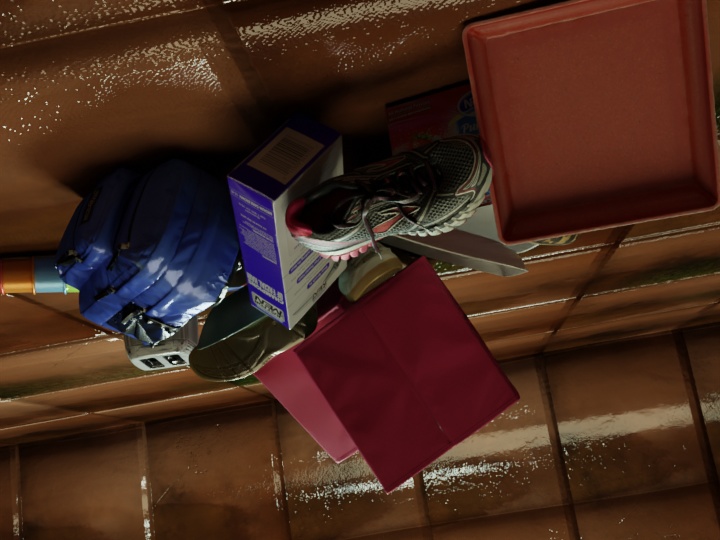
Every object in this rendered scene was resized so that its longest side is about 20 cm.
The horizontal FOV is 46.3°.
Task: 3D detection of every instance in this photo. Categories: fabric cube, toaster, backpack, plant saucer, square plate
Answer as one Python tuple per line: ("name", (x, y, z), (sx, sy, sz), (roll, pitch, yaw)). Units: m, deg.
("fabric cube", (-0.014, 0.130, 1.299), (0.199, 0.200, 0.197), (-37, -167, 27))
("fabric cube", (0.056, 0.119, 1.055), (0.199, 0.201, 0.196), (-35, 178, 2))
("toaster", (-0.308, 0.077, 1.298), (0.112, 0.132, 0.200), (-8, 166, -6))
("backpack", (-0.221, -0.023, 0.905), (0.166, 0.165, 0.199), (26, 149, -33))
("plant saucer", (0.203, -0.137, 0.737), (0.196, 0.203, 0.037), (-9, -160, 13))
("plant saucer", (-0.123, 0.031, 1.041), (0.199, 0.039, 0.201), (-30, -176, 2))
("square plate", (0.084, -0.032, 0.953), (0.197, 0.029, 0.198), (16, 178, 3))

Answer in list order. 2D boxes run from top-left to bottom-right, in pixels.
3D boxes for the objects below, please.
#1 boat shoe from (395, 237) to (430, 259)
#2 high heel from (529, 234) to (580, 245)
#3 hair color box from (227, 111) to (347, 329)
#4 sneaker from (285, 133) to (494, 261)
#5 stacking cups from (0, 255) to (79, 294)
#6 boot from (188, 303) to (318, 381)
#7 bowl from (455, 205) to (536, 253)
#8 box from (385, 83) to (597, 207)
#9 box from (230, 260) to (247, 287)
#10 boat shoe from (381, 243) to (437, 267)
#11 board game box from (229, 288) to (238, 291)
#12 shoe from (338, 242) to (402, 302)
("boat shoe", (0.058, -0.059, 1.120), (0.062, 0.075, 0.201), (0, 166, 32))
("high heel", (0.231, -0.110, 0.891), (0.199, 0.071, 0.144), (-29, 143, -46))
("hair color box", (-0.069, -0.046, 0.863), (0.064, 0.109, 0.202), (27, 146, 23))
("sneaker", (0.026, -0.063, 0.755), (0.198, 0.082, 0.074), (-24, 160, 19))
("stacking cups", (-0.411, 0.004, 1.118), (0.196, 0.062, 0.061), (-1, 164, -15))
("boot", (-0.143, 0.072, 1.199), (0.198, 0.073, 0.155), (-27, -161, 12))
("bowl", (0.181, -0.088, 1.066), (0.197, 0.076, 0.200), (-3, 159, -29))
("box", (0.133, -0.129, 0.845), (0.197, 0.102, 0.095), (-13, 165, 16))
("box", (-0.133, -0.043, 1.048), (0.068, 0.084, 0.199), (2, 160, -38))
("boat shoe", (0.022, -0.037, 1.206), (0.198, 0.072, 0.069), (12, 158, -34))
("board game box", (-0.154, -0.004, 1.274), (0.196, 0.035, 0.135), (-6, 166, -13))
("shoe", (0.000, 0.000, 1.011), (0.069, 0.054, 0.200), (-34, 180, -12))
